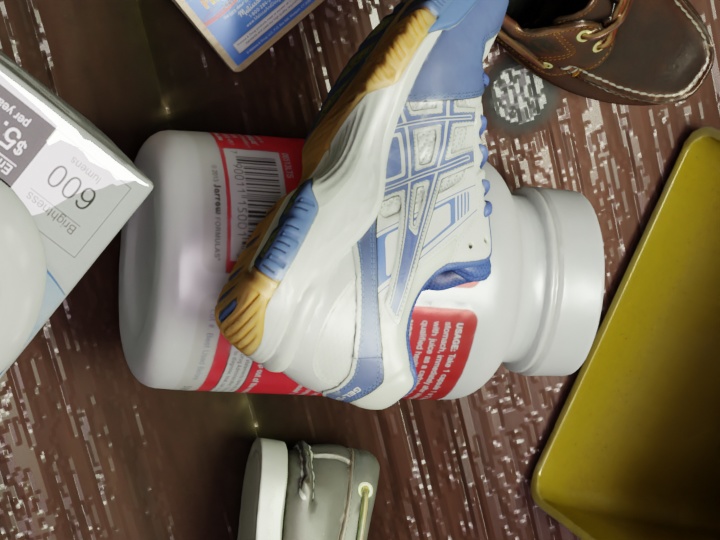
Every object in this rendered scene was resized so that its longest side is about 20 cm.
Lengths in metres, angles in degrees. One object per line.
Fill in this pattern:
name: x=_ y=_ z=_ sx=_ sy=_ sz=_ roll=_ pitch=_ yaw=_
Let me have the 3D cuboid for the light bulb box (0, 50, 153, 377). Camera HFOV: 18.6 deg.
light bulb box: x=-0.228 y=-0.027 z=0.892 sx=0.198 sy=0.125 sz=0.200 roll=38 pitch=91 yaw=-21

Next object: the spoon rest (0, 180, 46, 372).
spoon rest: x=-0.209 y=-0.010 z=0.813 sx=0.200 sy=0.061 sz=0.100 roll=20 pitch=99 yaw=-32

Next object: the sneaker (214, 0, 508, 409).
sneaker: x=0.020 y=-0.035 z=0.895 sx=0.088 sy=0.075 sz=0.200 roll=33 pitch=71 yaw=-11

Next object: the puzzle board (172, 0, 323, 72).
puzzle board: x=-0.027 y=-0.207 z=0.961 sx=0.200 sy=0.017 sz=0.151 roll=-41 pitch=112 yaw=-2

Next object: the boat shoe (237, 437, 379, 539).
boat shoe: x=-0.029 y=0.179 z=1.031 sx=0.060 sy=0.072 sz=0.202 roll=3 pitch=100 yaw=-12

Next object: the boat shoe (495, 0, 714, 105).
boat shoe: x=0.084 y=-0.124 z=0.977 sx=0.200 sy=0.070 sz=0.071 roll=23 pitch=94 yaw=-28

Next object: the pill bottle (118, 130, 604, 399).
pill bottle: x=0.000 y=0.000 z=0.971 sx=0.199 sy=0.112 sz=0.113 roll=4 pitch=103 yaw=-17

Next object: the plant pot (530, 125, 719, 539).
plant pot: x=0.233 y=0.075 z=1.022 sx=0.176 sy=0.200 sz=0.200 roll=20 pitch=98 yaw=-30
